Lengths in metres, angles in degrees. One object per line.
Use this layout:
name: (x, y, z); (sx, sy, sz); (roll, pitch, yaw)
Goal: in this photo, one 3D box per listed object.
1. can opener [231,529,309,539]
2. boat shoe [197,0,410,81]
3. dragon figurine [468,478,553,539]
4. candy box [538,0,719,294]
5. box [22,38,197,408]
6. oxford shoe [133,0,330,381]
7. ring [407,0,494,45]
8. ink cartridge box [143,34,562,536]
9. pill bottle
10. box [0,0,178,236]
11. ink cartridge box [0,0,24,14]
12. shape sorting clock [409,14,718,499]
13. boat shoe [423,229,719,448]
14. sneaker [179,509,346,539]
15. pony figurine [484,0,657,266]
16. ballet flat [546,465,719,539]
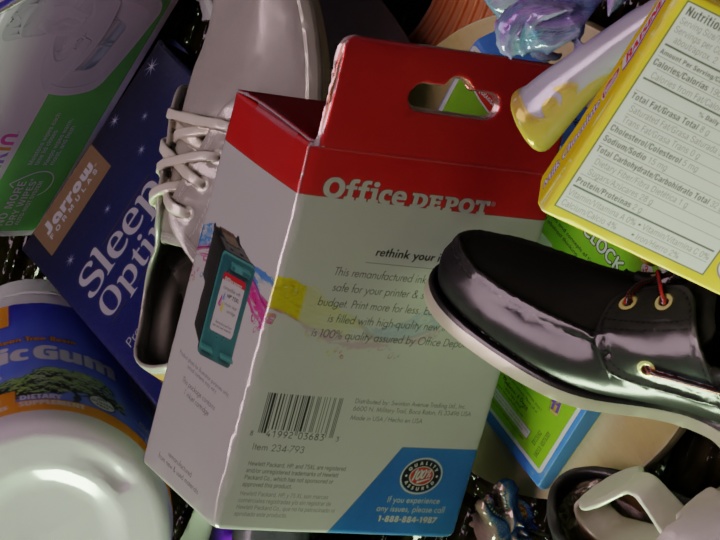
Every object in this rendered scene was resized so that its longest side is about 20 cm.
can opener: (-0.020, 0.106, 1.243); (0.053, 0.067, 0.200); (-95, 11, -79)
boat shoe: (-0.046, -0.128, 1.273); (0.065, 0.073, 0.200); (-58, 46, 39)
dragon figurine: (0.034, 0.174, 1.240); (0.059, 0.099, 0.200); (49, 144, 32)
candy box: (0.172, -0.022, 1.003); (0.102, 0.200, 0.026); (-58, 13, 30)
box: (-0.086, -0.023, 1.327); (0.121, 0.032, 0.200); (-56, 40, 8)
oxford shoe: (-0.056, -0.041, 1.199); (0.075, 0.058, 0.200); (11, 95, 55)
ring: (0.000, -0.154, 1.289); (0.200, 0.019, 0.201); (4, 95, 46)
ink cartridge box: (0.000, 0.000, 1.152); (0.067, 0.116, 0.200); (37, 116, 53)
pill bottle: (-0.147, 0.077, 1.343); (0.200, 0.112, 0.112); (-110, 34, -66)
box: (-0.183, -0.148, 1.414); (0.200, 0.097, 0.177); (-55, 49, 33)
ink cartridge box: (-0.085, -0.224, 1.232); (0.197, 0.047, 0.200); (-24, 63, 39)
shape sorting clock: (0.074, -0.006, 1.201); (0.200, 0.039, 0.200); (13, 108, 47)
boat shoe: (0.121, 0.025, 1.086); (0.201, 0.074, 0.063); (23, 125, 14)
sneaker: (-0.031, 0.133, 1.309); (0.099, 0.070, 0.200); (37, 115, 24)
pony figurine: (0.145, -0.107, 1.047); (0.200, 0.167, 0.193); (-25, 100, 26)
ballet flat: (0.125, 0.111, 1.093); (0.068, 0.068, 0.200); (57, 159, -19)
